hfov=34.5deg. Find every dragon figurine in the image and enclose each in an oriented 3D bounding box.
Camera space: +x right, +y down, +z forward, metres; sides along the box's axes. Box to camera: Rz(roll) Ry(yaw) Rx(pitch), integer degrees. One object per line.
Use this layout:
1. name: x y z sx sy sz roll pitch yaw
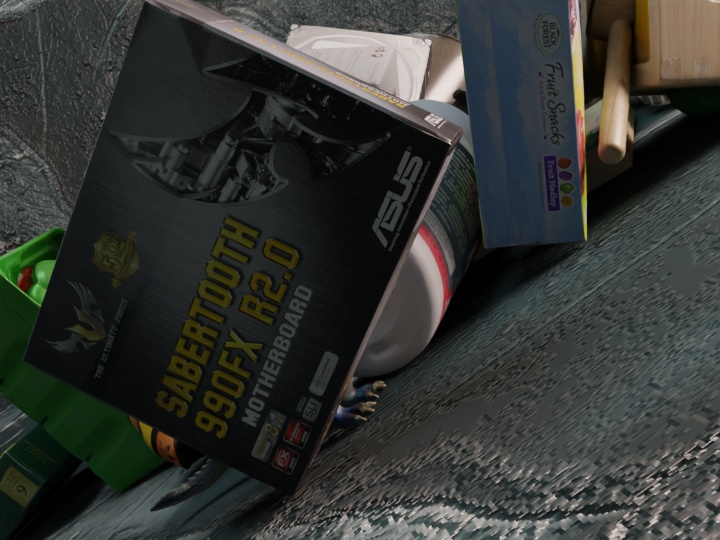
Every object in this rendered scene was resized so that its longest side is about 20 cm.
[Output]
1. dragon figurine: -0.054 0.055 0.652 0.200 0.100 0.059 -31 8 23

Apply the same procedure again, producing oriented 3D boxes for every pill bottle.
1. pill bottle: 0.019 -0.033 0.744 0.119 0.120 0.200 -30 15 33

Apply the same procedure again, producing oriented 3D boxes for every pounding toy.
1. pounding toy: 0.192 -0.171 0.729 0.141 0.201 0.184 -3 6 -5

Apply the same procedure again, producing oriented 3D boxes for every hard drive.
1. hard drive: -0.017 -0.134 1.054 0.038 0.139 0.201 84 -163 -60

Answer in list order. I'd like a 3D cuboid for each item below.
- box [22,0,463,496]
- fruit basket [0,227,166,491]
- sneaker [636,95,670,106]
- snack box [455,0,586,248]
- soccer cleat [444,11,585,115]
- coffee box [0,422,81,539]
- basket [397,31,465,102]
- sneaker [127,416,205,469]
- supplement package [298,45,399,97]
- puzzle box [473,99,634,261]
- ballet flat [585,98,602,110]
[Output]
1. box: -0.061 -0.011 0.572 0.201 0.158 0.048 -65 -4 19
2. fruit basket: -0.174 0.039 0.877 0.215 0.216 0.156 -33 8 15
3. sneaker: 0.249 -0.186 0.939 0.084 0.075 0.200 -16 18 -2
4. snack box: 0.103 -0.138 0.715 0.067 0.169 0.200 -4 34 11
5. soccer cleat: 0.137 -0.148 0.917 0.086 0.070 0.200 0 -19 -23
6. coffee box: -0.275 0.167 1.002 0.123 0.044 0.200 -51 2 20
7. basket: 0.023 -0.114 1.143 0.180 0.136 0.200 -23 29 51
8. sneaker: -0.055 0.067 0.774 0.200 0.070 0.090 -30 33 -16
9. supplement package: -0.070 -0.105 0.925 0.199 0.117 0.117 -2 25 10
10. puzzle box: 0.146 -0.077 0.887 0.133 0.025 0.200 -32 8 22
11. ballet flat: 0.192 -0.159 1.132 0.062 0.068 0.200 -5 -3 -27
